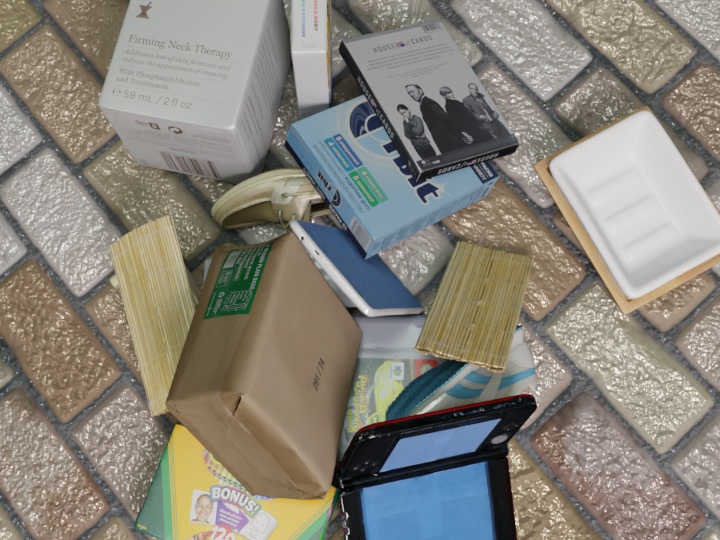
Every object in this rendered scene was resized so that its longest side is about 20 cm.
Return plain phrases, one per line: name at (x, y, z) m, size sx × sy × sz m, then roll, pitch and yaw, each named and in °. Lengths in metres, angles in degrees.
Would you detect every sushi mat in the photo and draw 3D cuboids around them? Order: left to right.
sushi mat at (-0.218, 0.049, 1.016) m, size 0.094 × 0.012 × 0.204 m, roll -21°, pitch 80°, yaw 29°
sushi mat at (0.129, 0.035, 1.018) m, size 0.094 × 0.012 × 0.201 m, roll 15°, pitch 39°, yaw 11°

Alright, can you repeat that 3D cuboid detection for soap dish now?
soap dish at (0.313, -0.068, 1.068) m, size 0.155 × 0.081 × 0.202 m, roll -27°, pitch 74°, yaw -4°

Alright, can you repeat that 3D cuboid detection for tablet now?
tablet at (0.000, 0.000, 1.013) m, size 0.014 × 0.200 × 0.131 m, roll -44°, pitch 75°, yaw 13°

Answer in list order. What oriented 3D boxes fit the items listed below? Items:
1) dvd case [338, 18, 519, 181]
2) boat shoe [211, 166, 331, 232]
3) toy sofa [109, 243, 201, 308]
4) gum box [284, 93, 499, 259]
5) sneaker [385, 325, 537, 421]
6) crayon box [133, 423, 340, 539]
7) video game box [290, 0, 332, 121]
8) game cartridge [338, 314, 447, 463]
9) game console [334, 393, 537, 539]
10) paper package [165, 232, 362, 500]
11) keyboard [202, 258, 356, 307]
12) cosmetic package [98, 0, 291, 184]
dvd case at (0.081, -0.207, 1.103) m, size 0.148 × 0.025 × 0.202 m, roll -18°, pitch 66°, yaw -27°
boat shoe at (-0.079, -0.081, 1.105) m, size 0.196 × 0.072 × 0.066 m, roll -17°, pitch 72°, yaw -7°
toy sofa at (-0.202, 0.069, 1.052) m, size 0.082 × 0.098 × 0.202 m, roll -34°, pitch 75°, yaw 0°
gum box at (0.038, -0.128, 1.083) m, size 0.198 × 0.045 × 0.171 m, roll -26°, pitch 72°, yaw -31°
sneaker at (0.114, 0.135, 0.999) m, size 0.198 × 0.076 × 0.082 m, roll -28°, pitch 98°, yaw -27°
crayon box at (-0.131, 0.261, 1.015) m, size 0.197 × 0.058 × 0.121 m, roll 19°, pitch 76°, yaw 9°
video game box at (-0.056, -0.288, 1.095) m, size 0.046 × 0.200 × 0.186 m, roll -3°, pitch 74°, yaw -1°
game cartridge at (0.035, 0.150, 1.049) m, size 0.130 × 0.041 × 0.204 m, roll -1°, pitch 74°, yaw 8°
game console at (0.084, 0.225, 0.939) m, size 0.196 × 0.173 × 0.120 m, roll -8°, pitch 60°, yaw -20°
paper package at (-0.091, 0.099, 0.951) m, size 0.102 × 0.192 × 0.203 m, roll -7°, pitch 48°, yaw 25°
keyboard at (-0.092, 0.015, 1.110) m, size 0.196 × 0.011 × 0.058 m, roll 1°, pitch 79°, yaw 4°
cosmetic package at (-0.187, -0.234, 1.105) m, size 0.164 × 0.167 × 0.204 m, roll 10°, pitch 74°, yaw 7°
